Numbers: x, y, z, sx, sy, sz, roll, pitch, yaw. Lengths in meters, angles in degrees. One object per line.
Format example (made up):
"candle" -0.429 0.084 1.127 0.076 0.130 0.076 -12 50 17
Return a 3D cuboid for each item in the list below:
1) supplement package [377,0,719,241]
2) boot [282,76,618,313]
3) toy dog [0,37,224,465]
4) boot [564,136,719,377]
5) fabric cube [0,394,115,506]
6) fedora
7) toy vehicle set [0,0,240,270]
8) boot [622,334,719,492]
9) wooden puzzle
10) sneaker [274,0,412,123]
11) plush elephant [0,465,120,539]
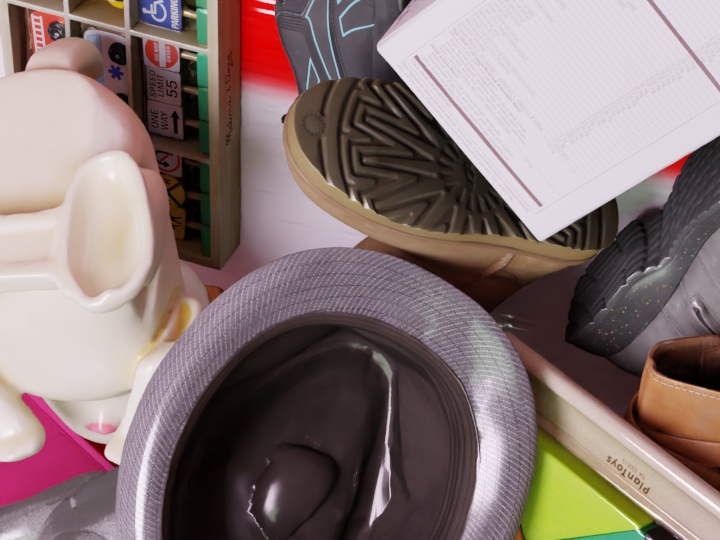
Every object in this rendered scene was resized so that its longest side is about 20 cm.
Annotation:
"supplement package" 0.125 -0.121 0.721 0.199 0.110 0.114 -31 106 39
"boot" 0.000 0.000 0.846 0.174 0.067 0.200 19 147 -25
"toy dog" -0.140 0.008 0.886 0.138 0.195 0.201 -12 145 6
"boot" 0.196 0.000 0.819 0.130 0.068 0.200 29 132 -12
"fabric cube" -0.252 0.197 1.050 0.200 0.199 0.197 37 136 26
"fedora" -0.021 0.090 0.807 0.176 0.090 0.202 23 88 -11
"toy vehicle set" -0.122 -0.102 0.915 0.123 0.027 0.201 15 129 16
"boot" 0.208 0.096 0.832 0.198 0.077 0.156 4 125 0
"wooden puzzle" 0.088 0.155 0.816 0.185 0.037 0.201 37 121 27
"sneaker" -0.003 -0.129 0.805 0.079 0.076 0.201 15 128 19
"plush elephant" -0.097 0.176 0.897 0.199 0.165 0.156 -28 105 -7
